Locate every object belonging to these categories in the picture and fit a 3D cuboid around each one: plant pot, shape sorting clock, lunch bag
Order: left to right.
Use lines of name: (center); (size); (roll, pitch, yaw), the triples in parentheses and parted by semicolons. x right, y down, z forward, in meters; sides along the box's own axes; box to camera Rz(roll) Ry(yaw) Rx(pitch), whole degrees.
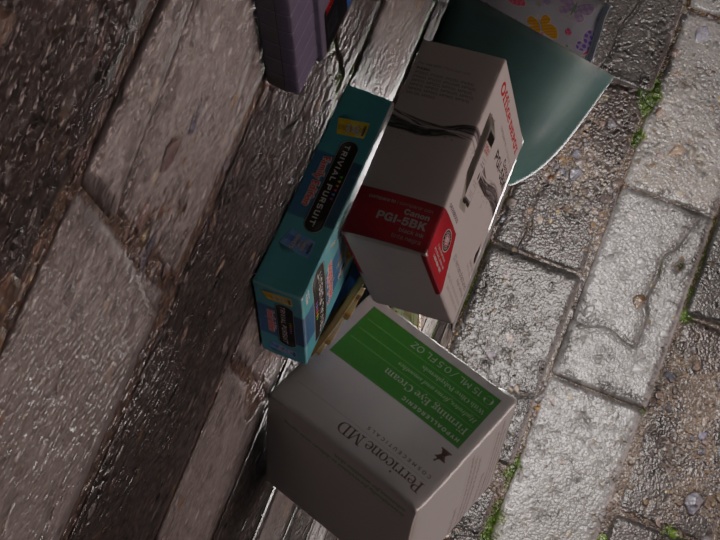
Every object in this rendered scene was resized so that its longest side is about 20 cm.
shape sorting clock: (0.000, 0.000, 1.406); (0.201, 0.039, 0.200); (-60, -173, 13)
plant pot: (0.152, -0.193, 1.579); (0.161, 0.200, 0.201); (-60, 173, 11)
lunch bag: (0.190, -0.247, 1.735); (0.127, 0.169, 0.201); (101, 10, -63)

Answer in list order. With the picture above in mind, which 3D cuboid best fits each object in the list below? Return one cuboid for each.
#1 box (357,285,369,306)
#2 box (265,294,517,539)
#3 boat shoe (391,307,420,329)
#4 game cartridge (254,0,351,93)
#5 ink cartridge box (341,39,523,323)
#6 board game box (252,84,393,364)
box: (0.024, -0.030, 1.611); (0.200, 0.049, 0.162); (-53, 164, -61)
box: (0.026, 0.177, 1.490); (0.171, 0.199, 0.200); (-44, 159, -27)
boat shoe: (0.048, 0.087, 1.972); (0.074, 0.069, 0.201); (89, 1, -51)
game cartridge: (-0.014, -0.229, 0.950); (0.130, 0.038, 0.201); (78, 34, -67)
ink cartridge box: (0.069, -0.077, 1.264); (0.147, 0.083, 0.201); (63, 46, -62)
board game box: (-0.029, -0.037, 1.255); (0.151, 0.047, 0.201); (90, 22, -66)
